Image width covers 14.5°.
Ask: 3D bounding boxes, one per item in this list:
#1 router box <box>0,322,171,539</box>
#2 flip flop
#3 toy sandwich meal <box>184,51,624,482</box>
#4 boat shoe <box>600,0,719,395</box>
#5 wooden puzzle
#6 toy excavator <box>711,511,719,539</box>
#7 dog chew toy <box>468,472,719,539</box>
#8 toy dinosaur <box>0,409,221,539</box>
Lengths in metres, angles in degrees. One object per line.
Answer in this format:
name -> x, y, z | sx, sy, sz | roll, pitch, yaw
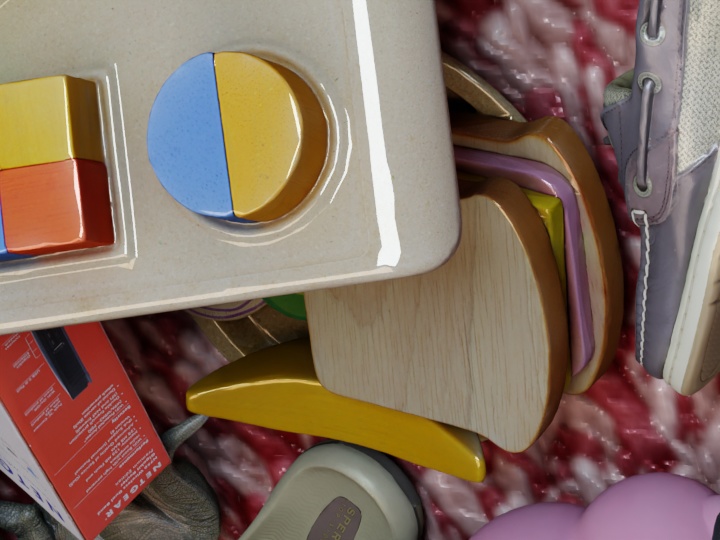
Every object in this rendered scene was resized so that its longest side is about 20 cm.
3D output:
router box -> -0.172, -0.008, 1.061 | 0.200, 0.049, 0.180 | 37, 162, 29
flip flop -> -0.033, 0.152, 1.171 | 0.081, 0.058, 0.200 | 33, 130, 6
toy sandwich meal -> 0.000, 0.000, 1.046 | 0.205, 0.070, 0.206 | 14, 125, 21
boat shoe -> 0.114, -0.054, 0.953 | 0.065, 0.072, 0.200 | 20, 124, 23
wooden puzzle -> -0.077, -0.079, 0.903 | 0.199, 0.046, 0.186 | -8, 85, 12
toy excavator -> 0.211, 0.051, 0.961 | 0.200, 0.100, 0.195 | -25, 108, 24
dog chew toy -> 0.070, 0.146, 1.075 | 0.200, 0.125, 0.125 | -37, 98, 27
toy dinosaur -> -0.102, 0.100, 1.180 | 0.102, 0.077, 0.200 | 39, 127, -15
